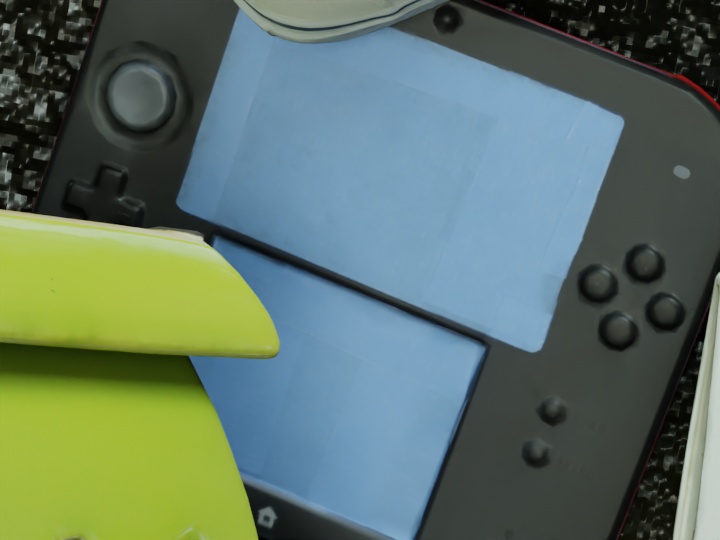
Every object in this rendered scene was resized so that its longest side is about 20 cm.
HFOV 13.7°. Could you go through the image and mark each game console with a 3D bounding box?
[{"bbox_3d":[0.000,0.000,0.888,0.199,0.031,0.177,22,99,9],"label":"game console"}]

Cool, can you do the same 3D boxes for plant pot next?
[{"bbox_3d":[-0.144,0.067,0.815,0.199,0.200,0.182,7,90,41],"label":"plant pot"}]

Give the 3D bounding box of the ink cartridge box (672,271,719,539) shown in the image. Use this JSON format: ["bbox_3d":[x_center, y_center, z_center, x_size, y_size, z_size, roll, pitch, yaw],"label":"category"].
[{"bbox_3d":[0.190,0.046,0.795,0.199,0.147,0.083,6,95,10],"label":"ink cartridge box"}]

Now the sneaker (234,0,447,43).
[{"bbox_3d":[0.054,-0.120,0.829,0.200,0.071,0.073,-27,79,-1],"label":"sneaker"}]
